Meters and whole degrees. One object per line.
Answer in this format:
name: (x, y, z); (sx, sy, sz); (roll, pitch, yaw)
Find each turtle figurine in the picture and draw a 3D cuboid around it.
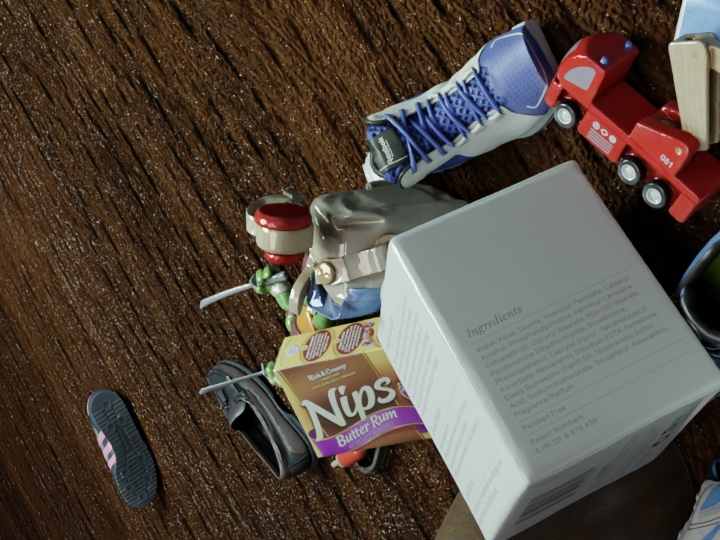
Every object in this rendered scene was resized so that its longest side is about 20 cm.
turtle figurine: (-0.082, 0.044, 1.058); (0.198, 0.144, 0.196); (26, 121, 2)

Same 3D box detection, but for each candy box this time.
candy box: (0.029, 0.105, 0.962); (0.197, 0.057, 0.118); (-13, 120, 19)

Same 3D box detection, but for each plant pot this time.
plant pot: (0.154, 0.220, 0.862); (0.186, 0.199, 0.189); (26, 130, 36)

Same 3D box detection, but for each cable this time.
cable: (0.014, 0.177, 1.114); (0.199, 0.050, 0.098); (-30, 89, 53)

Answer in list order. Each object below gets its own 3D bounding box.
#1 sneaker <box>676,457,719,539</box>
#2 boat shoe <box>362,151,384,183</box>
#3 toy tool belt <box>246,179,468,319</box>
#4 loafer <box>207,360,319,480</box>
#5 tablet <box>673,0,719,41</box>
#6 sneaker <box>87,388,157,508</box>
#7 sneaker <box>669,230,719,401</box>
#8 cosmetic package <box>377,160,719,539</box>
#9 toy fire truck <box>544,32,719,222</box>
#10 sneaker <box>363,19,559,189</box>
sneaker: (0.294, 0.197, 0.806); (0.201, 0.071, 0.073); (110, 147, -46)
boat shoe: (0.026, -0.017, 0.964); (0.072, 0.067, 0.202); (-96, -9, -66)
toy tool belt: (0.000, 0.000, 0.846); (0.124, 0.198, 0.125); (28, 121, 50)
loafer: (-0.136, 0.188, 1.282); (0.199, 0.063, 0.073); (38, 135, 28)
tablet: (0.273, -0.207, 0.631); (0.129, 0.014, 0.202); (30, 132, 35)
sneaker: (-0.385, 0.283, 1.630); (0.082, 0.069, 0.203); (2, 110, 66)
sneaker: (0.251, 0.033, 0.733); (0.078, 0.089, 0.202); (39, 136, 28)
cosmetic package: (0.129, 0.064, 0.763); (0.202, 0.164, 0.168); (61, 165, 23)
toy fire truck: (0.227, -0.112, 0.693); (0.200, 0.048, 0.142); (46, 147, 18)
sneaker: (0.071, -0.117, 0.830); (0.199, 0.115, 0.081); (-30, 89, 52)
